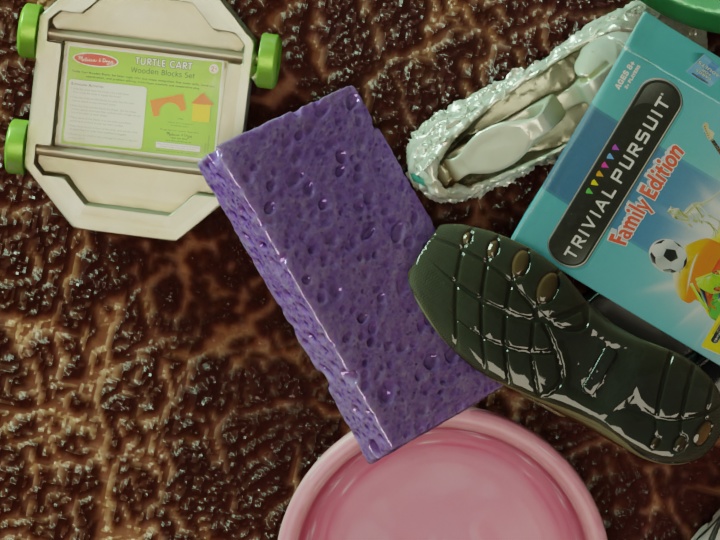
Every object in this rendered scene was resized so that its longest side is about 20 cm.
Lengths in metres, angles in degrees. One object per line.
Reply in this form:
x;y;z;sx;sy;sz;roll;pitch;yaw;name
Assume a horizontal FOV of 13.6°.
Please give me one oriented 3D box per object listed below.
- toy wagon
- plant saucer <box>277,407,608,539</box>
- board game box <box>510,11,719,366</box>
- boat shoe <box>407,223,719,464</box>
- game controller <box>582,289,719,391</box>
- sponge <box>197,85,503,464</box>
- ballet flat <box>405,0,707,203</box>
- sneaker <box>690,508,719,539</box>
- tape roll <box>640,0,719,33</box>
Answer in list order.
-0.124;-0.121;1.770;0.154;0.040;0.201;7;98;2;toy wagon
0.049;0.177;1.797;0.199;0.051;0.202;0;97;3;plant saucer
0.206;-0.029;1.689;0.199;0.047;0.151;30;127;2;board game box
0.114;0.049;1.732;0.200;0.074;0.076;36;83;3;boat shoe
0.216;0.014;1.775;0.200;0.042;0.105;-38;80;7;game controller
0.000;0.000;1.737;0.111;0.030;0.201;-28;87;-38;sponge
0.118;-0.093;1.747;0.199;0.072;0.072;-30;95;6;ballet flat
0.234;0.159;1.746;0.066;0.090;0.201;34;88;-1;sneaker
0.215;-0.232;1.667;0.199;0.048;0.202;-1;81;6;tape roll
